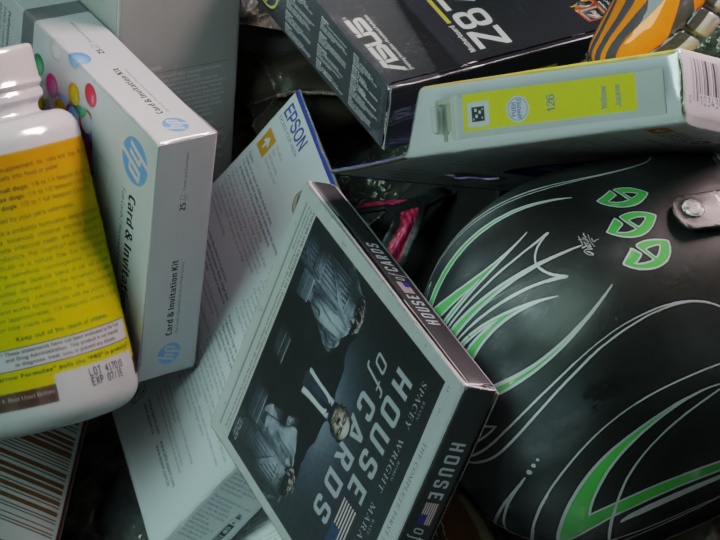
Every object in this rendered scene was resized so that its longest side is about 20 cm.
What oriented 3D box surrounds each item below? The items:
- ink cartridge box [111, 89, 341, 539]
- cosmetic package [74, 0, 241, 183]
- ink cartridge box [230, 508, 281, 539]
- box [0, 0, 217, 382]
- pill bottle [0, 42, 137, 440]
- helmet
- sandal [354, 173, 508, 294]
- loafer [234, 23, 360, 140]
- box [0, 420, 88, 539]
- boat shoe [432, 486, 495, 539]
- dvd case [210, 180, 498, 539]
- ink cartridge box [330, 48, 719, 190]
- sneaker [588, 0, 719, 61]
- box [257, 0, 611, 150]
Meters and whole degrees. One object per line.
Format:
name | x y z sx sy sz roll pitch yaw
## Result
ink cartridge box | -0.061 0.032 1.636 0.200 0.043 0.196 -45 39 21
cosmetic package | -0.126 -0.148 1.680 0.107 0.090 0.200 45 136 45
ink cartridge box | -0.017 0.145 1.601 0.160 0.047 0.200 -31 37 19
box | -0.151 -0.057 1.639 0.200 0.041 0.156 43 137 40
pill bottle | -0.191 -0.016 1.576 0.109 0.109 0.200 -9 96 31
helmet | 0.119 0.044 1.464 0.190 0.200 0.200 -22 55 3
sandal | 0.000 0.000 1.644 0.200 0.045 0.075 -39 45 11
loafer | -0.024 -0.101 1.708 0.200 0.073 0.071 11 96 46
box | -0.281 0.094 1.690 0.200 0.164 0.166 -8 64 45
boat shoe | 0.031 0.203 1.452 0.076 0.074 0.200 -1 99 43
dvd case | -0.008 0.068 1.460 0.200 0.025 0.150 53 126 52
ink cartridge box | 0.119 -0.073 1.504 0.200 0.198 0.047 -3 87 32
sneaker | 0.157 -0.198 1.503 0.200 0.112 0.078 -55 29 -1
box | 0.034 -0.157 1.642 0.161 0.049 0.200 -17 46 -24
